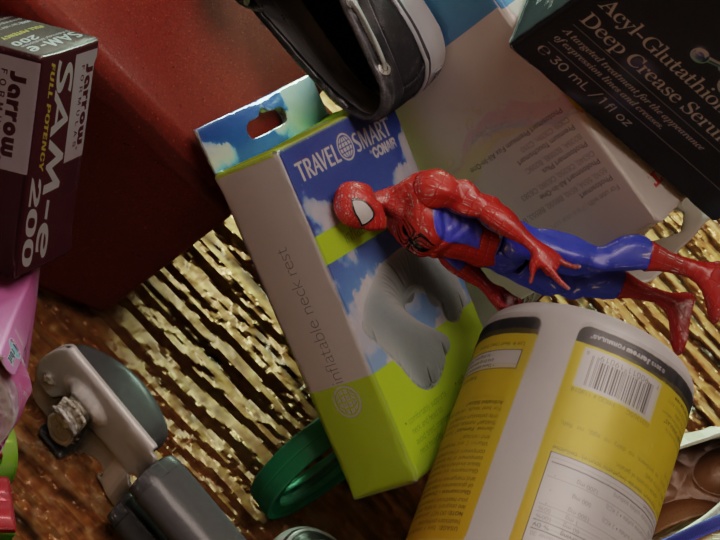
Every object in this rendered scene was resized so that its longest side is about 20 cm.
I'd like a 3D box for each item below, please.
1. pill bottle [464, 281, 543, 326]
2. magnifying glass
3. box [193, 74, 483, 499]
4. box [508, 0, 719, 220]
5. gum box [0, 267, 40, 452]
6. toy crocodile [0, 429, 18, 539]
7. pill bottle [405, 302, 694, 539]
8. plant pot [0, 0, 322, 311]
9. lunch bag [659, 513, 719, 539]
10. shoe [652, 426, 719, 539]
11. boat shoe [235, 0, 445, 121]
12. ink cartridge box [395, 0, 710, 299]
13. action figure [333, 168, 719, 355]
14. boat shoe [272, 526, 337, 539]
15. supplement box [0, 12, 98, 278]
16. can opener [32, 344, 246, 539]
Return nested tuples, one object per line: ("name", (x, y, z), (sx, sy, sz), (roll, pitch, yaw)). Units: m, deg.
("pill bottle", (0.061, -0.018, 1.245), (0.112, 0.112, 0.200), (44, 45, 6))
("magnifying glass", (0.011, 0.085, 1.165), (0.022, 0.080, 0.200), (49, 35, 17))
("box", (0.000, 0.000, 1.087), (0.122, 0.048, 0.200), (-33, 102, -56))
("box", (0.199, -0.140, 1.030), (0.148, 0.200, 0.107), (38, 48, -18))
("gum box", (-0.244, 0.027, 0.977), (0.199, 0.066, 0.114), (9, 23, -3))
("toy crocodile", (-0.187, 0.114, 1.013), (0.067, 0.062, 0.200), (0, 55, -33))
("pill bottle", (0.083, 0.125, 1.029), (0.112, 0.112, 0.200), (27, 67, -12))
("plant pot", (-0.138, -0.100, 1.140), (0.176, 0.200, 0.200), (45, 43, -13))
("lunch bag", (0.204, 0.218, 1.130), (0.200, 0.124, 0.170), (-13, 67, -34))
("shoe", (0.155, 0.127, 1.195), (0.200, 0.053, 0.070), (-19, 71, -21))
("boat shoe", (-0.041, -0.160, 1.074), (0.200, 0.072, 0.068), (53, 44, -5))
("ink cartridge box", (0.104, -0.087, 1.151), (0.200, 0.125, 0.129), (54, 45, -4))
("action figure", (0.081, -0.007, 1.057), (0.200, 0.065, 0.052), (19, 64, -11))
("boat shoe", (0.025, 0.205, 1.074), (0.071, 0.064, 0.200), (-23, 70, -42))
("supplement box", (-0.229, -0.076, 1.002), (0.200, 0.109, 0.061), (15, 19, 15))
("can opener", (-0.095, 0.114, 1.080), (0.066, 0.053, 0.200), (-26, 72, -44))
